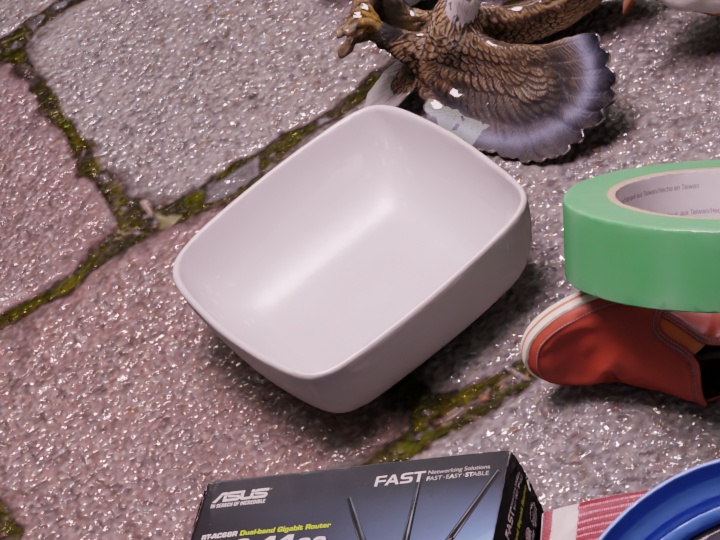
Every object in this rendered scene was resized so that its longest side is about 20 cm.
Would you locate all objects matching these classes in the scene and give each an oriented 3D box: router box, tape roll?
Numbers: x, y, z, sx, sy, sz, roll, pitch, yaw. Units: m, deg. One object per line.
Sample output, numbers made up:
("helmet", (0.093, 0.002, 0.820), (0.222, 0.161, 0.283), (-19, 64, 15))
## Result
("router box", (-0.007, 0.183, 1.297), (0.199, 0.062, 0.150), (-8, 42, 22))
("tape roll", (0.215, -0.023, 1.328), (0.199, 0.048, 0.200), (-3, 13, 1))

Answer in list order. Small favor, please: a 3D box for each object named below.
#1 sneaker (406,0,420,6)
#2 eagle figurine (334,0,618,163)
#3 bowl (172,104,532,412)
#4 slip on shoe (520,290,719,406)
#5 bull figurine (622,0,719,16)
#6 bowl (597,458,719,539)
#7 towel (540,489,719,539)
("sneaker", (0.045, -0.222, 1.723), (0.199, 0.074, 0.082), (17, 86, 35))
("eagle figurine", (0.086, -0.157, 1.593), (0.199, 0.151, 0.153), (15, 93, 4))
("bowl", (0.000, 0.000, 1.485), (0.199, 0.075, 0.200), (-39, 41, -14))
("slip on shoe", (0.186, 0.045, 1.336), (0.199, 0.074, 0.061), (-3, 48, 20))
("bull figurine", (0.261, -0.208, 1.543), (0.199, 0.065, 0.122), (11, 48, 7))
("bowl", (0.198, 0.181, 1.171), (0.200, 0.039, 0.201), (-17, 43, 16))
("towel", (0.186, 0.173, 1.233), (0.199, 0.023, 0.145), (-11, 44, 22))
